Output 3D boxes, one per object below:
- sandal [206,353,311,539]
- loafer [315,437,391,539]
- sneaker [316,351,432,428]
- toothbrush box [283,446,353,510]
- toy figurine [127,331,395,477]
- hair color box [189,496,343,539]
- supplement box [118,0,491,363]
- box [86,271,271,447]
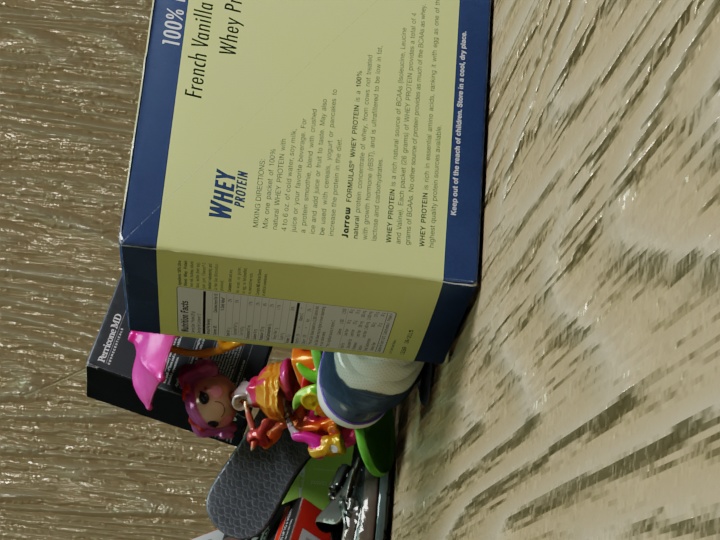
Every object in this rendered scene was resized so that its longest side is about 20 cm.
[{"bbox_3d":[-0.054,0.127,1.341,0.200,0.076,0.043,-49,-6,-2],"label":"sandal"},{"bbox_3d":[-0.011,0.212,1.294,0.072,0.062,0.202,103,172,-63],"label":"loafer"},{"bbox_3d":[0.019,-0.002,1.118,0.147,0.080,0.202,120,160,-62],"label":"sneaker"},{"bbox_3d":[-0.038,0.252,1.505,0.146,0.085,0.202,105,171,-63],"label":"toothbrush box"},{"bbox_3d":[-0.085,0.078,1.272,0.151,0.182,0.202,-67,-37,-58],"label":"toy figurine"},{"bbox_3d":[-0.099,0.267,1.377,0.199,0.061,0.102,-29,32,45],"label":"hair color box"},{"bbox_3d":[-0.033,-0.068,0.984,0.135,0.197,0.202,105,170,-67],"label":"supplement box"},{"bbox_3d":[-0.134,0.026,1.392,0.079,0.140,0.202,115,174,-63],"label":"box"}]
